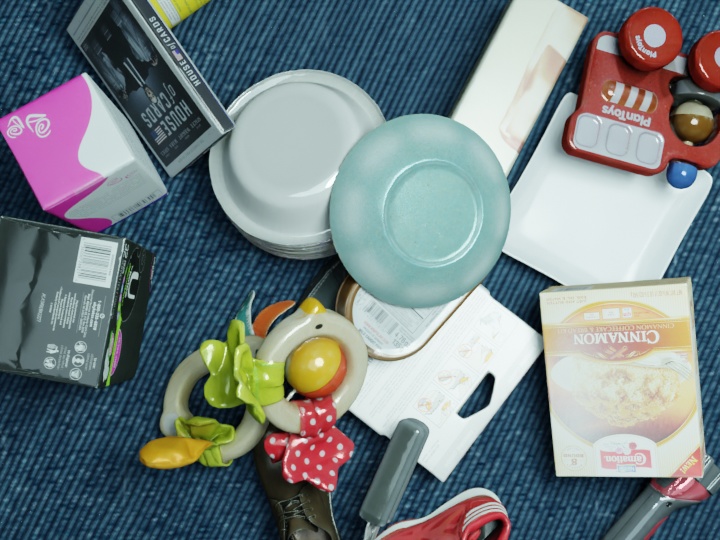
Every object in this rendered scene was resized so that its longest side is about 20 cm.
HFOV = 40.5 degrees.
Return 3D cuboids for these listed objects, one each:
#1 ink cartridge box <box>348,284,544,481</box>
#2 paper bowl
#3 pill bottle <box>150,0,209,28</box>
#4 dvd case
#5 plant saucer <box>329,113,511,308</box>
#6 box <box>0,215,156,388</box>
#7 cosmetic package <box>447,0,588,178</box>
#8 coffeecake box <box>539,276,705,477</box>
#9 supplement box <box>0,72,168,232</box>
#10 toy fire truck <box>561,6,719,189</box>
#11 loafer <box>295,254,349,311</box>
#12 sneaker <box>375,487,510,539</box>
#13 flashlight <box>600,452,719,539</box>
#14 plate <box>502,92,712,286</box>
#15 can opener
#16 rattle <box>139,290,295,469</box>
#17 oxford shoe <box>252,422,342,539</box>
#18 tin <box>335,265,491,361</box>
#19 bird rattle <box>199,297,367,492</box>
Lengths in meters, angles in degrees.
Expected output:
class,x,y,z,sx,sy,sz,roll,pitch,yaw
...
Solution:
class,x,y,z,sx,sy,sz,roll,pitch,yaw
ink cartridge box,0.080,0.102,1.091,0.176,0.045,0.200,38,86,0
paper bowl,-0.064,-0.120,1.049,0.199,0.104,0.202,-1,75,5
pill bottle,-0.190,-0.351,1.074,0.200,0.111,0.112,-37,89,-4
dvd case,-0.226,-0.207,1.035,0.025,0.150,0.200,-39,99,-33
plant saucer,0.069,-0.058,0.996,0.200,0.039,0.202,-2,98,-16
box,-0.294,0.035,0.999,0.124,0.200,0.149,10,85,-3
cosmetic package,0.161,-0.201,1.087,0.087,0.103,0.201,29,87,-3
coffeecake box,0.281,0.114,1.045,0.153,0.073,0.201,-5,94,22
supplement box,-0.280,-0.113,1.010,0.101,0.200,0.104,-29,88,-5
toy fire truck,0.330,-0.181,1.079,0.199,0.112,0.169,15,83,-8
loafer,0.000,0.000,1.081,0.068,0.070,0.201,45,85,1
sneaker,0.072,0.305,1.041,0.200,0.116,0.078,-37,89,-5
flashlight,0.319,0.281,1.084,0.068,0.068,0.200,40,89,11
plate,0.272,-0.070,1.118,0.199,0.032,0.200,30,84,0
can opener,0.031,0.256,1.037,0.066,0.053,0.201,19,88,13
rattle,-0.154,0.106,1.030,0.130,0.143,0.201,35,94,36
oxford shoe,-0.065,0.252,1.054,0.072,0.084,0.201,-24,84,0
tin,0.061,0.009,1.042,0.112,0.042,0.200,43,85,-21
bird rattle,-0.056,0.120,0.980,0.163,0.113,0.200,-48,117,-6
